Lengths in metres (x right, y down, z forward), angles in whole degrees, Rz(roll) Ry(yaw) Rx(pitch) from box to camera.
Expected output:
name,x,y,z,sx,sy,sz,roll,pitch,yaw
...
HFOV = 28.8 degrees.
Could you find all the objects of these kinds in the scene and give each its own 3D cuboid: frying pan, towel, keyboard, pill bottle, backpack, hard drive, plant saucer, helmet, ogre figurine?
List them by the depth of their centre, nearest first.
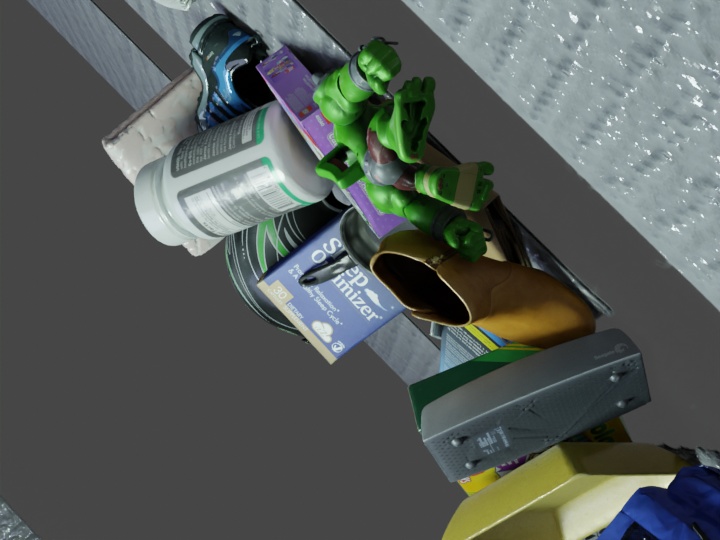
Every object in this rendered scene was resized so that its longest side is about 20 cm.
name,x,y,z,sx,sy,sz,roll,pitch,yaw
ogre figurine,0.026,-0.100,1.126,0.200,0.098,0.120,38,167,-39
backpack,0.320,0.282,1.219,0.162,0.168,0.200,26,-167,-49
hard drive,0.154,0.119,1.238,0.135,0.199,0.042,58,-170,-60
plant saucer,0.197,0.217,1.361,0.199,0.200,0.049,7,-124,-43
frying pan,0.020,-0.011,1.402,0.115,0.031,0.190,32,144,-4
pill bottle,-0.134,-0.099,1.468,0.199,0.113,0.113,-18,128,31
keyboard,0.094,0.048,1.549,0.011,0.057,0.200,12,177,10
helmet,-0.060,-0.031,1.589,0.190,0.200,0.200,35,172,-1
towel,-0.170,-0.139,1.594,0.032,0.191,0.200,40,170,48

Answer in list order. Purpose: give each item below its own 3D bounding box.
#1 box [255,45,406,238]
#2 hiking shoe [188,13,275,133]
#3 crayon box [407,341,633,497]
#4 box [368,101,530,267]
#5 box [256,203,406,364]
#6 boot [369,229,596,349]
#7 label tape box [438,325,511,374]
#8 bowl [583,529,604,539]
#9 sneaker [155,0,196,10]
name,x,y,z,sx,sy,sz,roll,pitch,yaw
box,-0.028,-0.125,1.315,0.137,0.039,0.200,55,180,-27
hiking shoe,-0.130,-0.174,1.504,0.087,0.074,0.201,32,148,35
crayon box,0.162,0.148,1.370,0.200,0.172,0.058,54,-163,-50
box,0.069,-0.074,1.283,0.200,0.021,0.164,41,171,32
box,0.000,0.000,1.462,0.121,0.200,0.032,47,-152,-10
boot,0.103,0.029,1.172,0.200,0.071,0.144,27,-165,3
label tape box,0.153,0.088,1.467,0.144,0.063,0.200,42,153,27
bowl,0.273,0.289,1.795,0.201,0.094,0.201,44,171,8
sneaker,-0.188,-0.297,1.390,0.087,0.075,0.200,36,-176,-25
